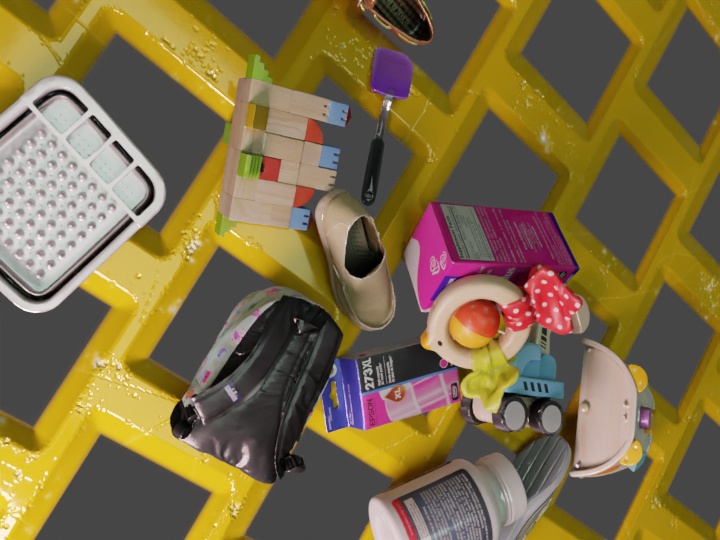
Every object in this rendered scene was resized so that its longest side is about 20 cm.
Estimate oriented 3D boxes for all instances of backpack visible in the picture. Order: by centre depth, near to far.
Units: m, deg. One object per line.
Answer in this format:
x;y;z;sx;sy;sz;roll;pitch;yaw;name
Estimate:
-0.113;0.117;0.705;0.166;0.125;0.204;35;79;-32;backpack

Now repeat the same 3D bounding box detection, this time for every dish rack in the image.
-0.326;-0.079;0.645;0.200;0.043;0.173;-46;110;-13;dish rack

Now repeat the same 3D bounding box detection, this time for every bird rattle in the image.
0.163;0.070;0.746;0.159;0.114;0.202;20;128;-14;bird rattle

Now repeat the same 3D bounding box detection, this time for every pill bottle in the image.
0.120;0.326;0.819;0.195;0.119;0.123;-17;100;-20;pill bottle

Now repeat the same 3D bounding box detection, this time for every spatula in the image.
0.028;-0.186;0.795;0.055;0.021;0.207;10;92;-10;spatula

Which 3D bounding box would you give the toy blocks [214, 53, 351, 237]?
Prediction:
-0.086;-0.131;0.722;0.133;0.099;0.206;6;102;-31;toy blocks

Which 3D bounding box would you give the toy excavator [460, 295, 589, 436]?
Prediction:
0.248;0.127;0.880;0.189;0.099;0.207;10;82;-24;toy excavator

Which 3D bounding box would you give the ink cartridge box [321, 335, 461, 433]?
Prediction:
0.042;0.150;0.821;0.194;0.037;0.098;-11;98;-19;ink cartridge box

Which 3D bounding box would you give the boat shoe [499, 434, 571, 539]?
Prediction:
0.245;0.335;0.910;0.201;0.071;0.062;-49;134;-9;boat shoe

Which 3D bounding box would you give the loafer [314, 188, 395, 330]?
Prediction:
0.000;0.000;0.754;0.075;0.068;0.204;-33;124;-16;loafer

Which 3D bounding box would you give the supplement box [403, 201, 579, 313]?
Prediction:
0.169;-0.013;0.806;0.194;0.102;0.106;3;50;-21;supplement box

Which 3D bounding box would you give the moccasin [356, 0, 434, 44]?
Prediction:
0.017;-0.342;0.726;0.074;0.078;0.201;-44;127;8;moccasin

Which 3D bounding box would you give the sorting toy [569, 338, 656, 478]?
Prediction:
0.413;0.226;0.946;0.178;0.105;0.207;22;73;-45;sorting toy
